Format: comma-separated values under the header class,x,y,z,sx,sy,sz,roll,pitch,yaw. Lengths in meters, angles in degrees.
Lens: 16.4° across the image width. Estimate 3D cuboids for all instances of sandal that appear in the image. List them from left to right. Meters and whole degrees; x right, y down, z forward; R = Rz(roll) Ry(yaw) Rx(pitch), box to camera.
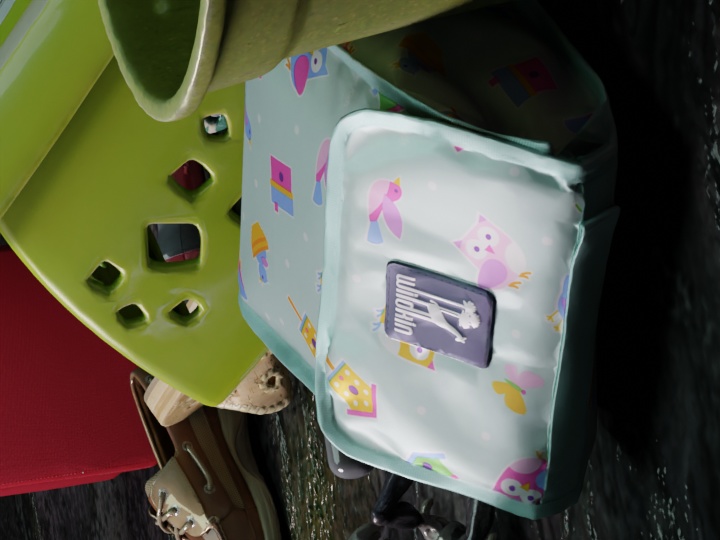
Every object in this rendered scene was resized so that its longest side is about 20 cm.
class,x,y,z,sx,sy,sz,roll,pitch,yaw
sandal,-0.065,0.054,1.428,0.070,0.077,0.212,52,151,11

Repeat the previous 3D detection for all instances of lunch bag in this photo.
class,x,y,z,sx,sy,sz,roll,pitch,yaw
lunch bag,0.032,-0.018,0.986,0.200,0.121,0.171,-131,37,-49

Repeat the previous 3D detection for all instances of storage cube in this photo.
class,x,y,z,sx,sy,sz,roll,pitch,yaw
storage cube,-0.263,0.075,1.858,0.171,0.179,0.201,153,110,-72

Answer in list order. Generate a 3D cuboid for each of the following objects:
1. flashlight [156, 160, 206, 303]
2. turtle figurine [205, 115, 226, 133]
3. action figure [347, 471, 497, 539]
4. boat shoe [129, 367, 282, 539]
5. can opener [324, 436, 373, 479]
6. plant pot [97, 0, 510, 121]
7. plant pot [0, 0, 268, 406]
class,x,y,z,sx,sy,sz,roll,pitch,yaw
flashlight,-0.114,-0.055,1.524,0.068,0.068,0.201,-33,61,42
turtle figurine,-0.109,-0.152,1.427,0.200,0.100,0.151,170,92,-67
action figure,0.022,0.146,1.100,0.119,0.102,0.201,27,123,36
boat shoe,-0.097,0.140,1.532,0.076,0.071,0.201,108,150,-54
can opener,0.000,0.000,1.236,0.067,0.053,0.201,0,-98,-75
plant pot,0.005,-0.163,0.904,0.200,0.183,0.202,173,90,-72
plant pot,-0.105,-0.091,1.161,0.199,0.181,0.200,-53,34,16
